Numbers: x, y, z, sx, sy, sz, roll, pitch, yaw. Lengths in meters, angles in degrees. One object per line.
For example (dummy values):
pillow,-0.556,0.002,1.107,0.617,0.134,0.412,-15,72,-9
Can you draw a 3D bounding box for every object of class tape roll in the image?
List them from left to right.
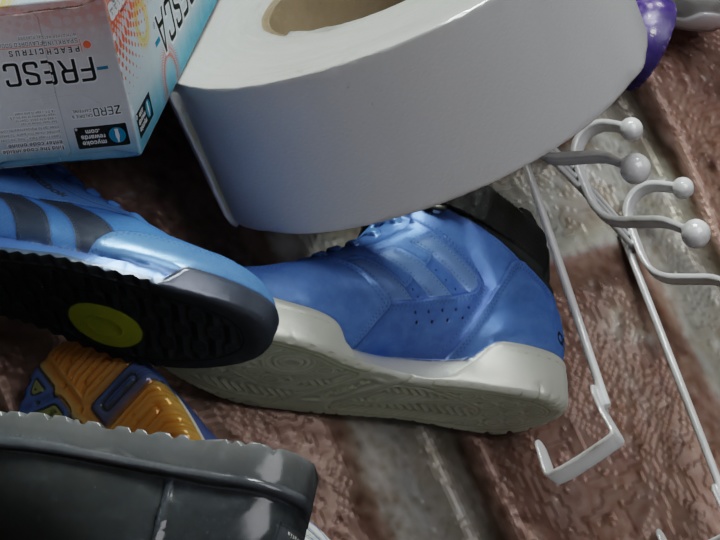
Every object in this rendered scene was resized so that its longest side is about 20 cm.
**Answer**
tape roll,0.017,-0.096,0.793,0.202,0.202,0.071,-45,122,-37

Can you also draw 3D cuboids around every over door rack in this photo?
over door rack,0.128,0.015,0.828,0.148,0.066,0.201,38,42,-50

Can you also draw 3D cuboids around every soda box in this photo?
soda box,-0.105,-0.115,0.764,0.063,0.069,0.200,-5,28,11

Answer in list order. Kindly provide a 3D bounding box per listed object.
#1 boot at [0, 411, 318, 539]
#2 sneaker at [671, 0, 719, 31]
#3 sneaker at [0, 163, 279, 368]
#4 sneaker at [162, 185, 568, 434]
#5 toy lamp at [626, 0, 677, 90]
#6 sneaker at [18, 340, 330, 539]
boot,-0.109,0.152,0.629,0.164,0.066,0.201,1,63,24
sneaker,0.159,-0.222,1.009,0.075,0.082,0.201,-5,65,-29
sneaker,-0.120,-0.018,0.722,0.199,0.066,0.079,11,55,16
sneaker,-0.001,0.000,0.805,0.199,0.077,0.112,10,63,-24
toy lamp,0.063,-0.158,0.942,0.200,0.058,0.058,23,55,-14
sneaker,-0.058,0.110,0.730,0.200,0.075,0.088,48,8,24
